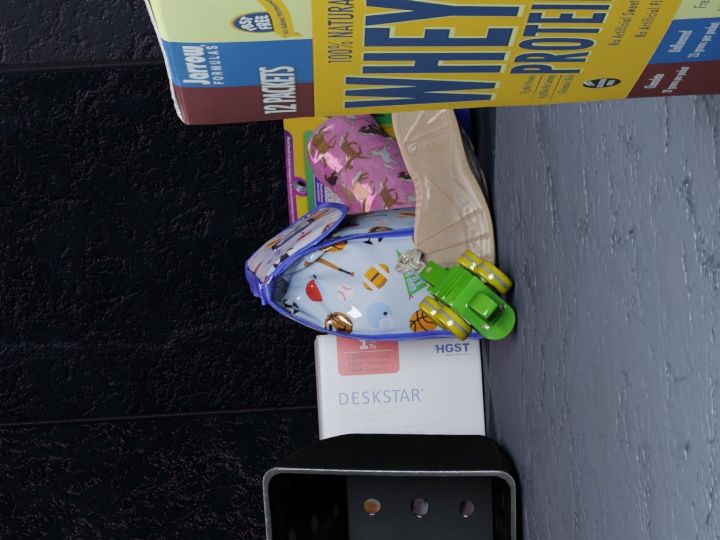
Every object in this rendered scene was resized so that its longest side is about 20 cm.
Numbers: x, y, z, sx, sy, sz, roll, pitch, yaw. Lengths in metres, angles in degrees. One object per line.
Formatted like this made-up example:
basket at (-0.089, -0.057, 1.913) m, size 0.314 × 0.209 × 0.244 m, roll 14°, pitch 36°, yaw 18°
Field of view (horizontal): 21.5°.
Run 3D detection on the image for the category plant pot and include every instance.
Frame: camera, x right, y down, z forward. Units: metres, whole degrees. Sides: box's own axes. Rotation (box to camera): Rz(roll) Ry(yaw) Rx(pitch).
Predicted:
plant pot at (0.037, 0.227, 1.573) m, size 0.177 × 0.198 × 0.201 m, roll -62°, pitch -29°, yaw -72°

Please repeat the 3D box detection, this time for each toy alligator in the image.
toy alligator at (0.081, 0.022, 1.493) m, size 0.054 × 0.059 × 0.200 m, roll 43°, pitch 176°, yaw -19°

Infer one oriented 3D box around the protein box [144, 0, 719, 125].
protein box at (0.032, -0.162, 0.573) m, size 0.135 × 0.197 × 0.201 m, roll 95°, pitch 172°, yaw -80°

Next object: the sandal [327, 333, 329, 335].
sandal at (0.023, 0.057, 1.870) m, size 0.202 × 0.083 × 0.050 m, roll 38°, pitch -178°, yaw -39°

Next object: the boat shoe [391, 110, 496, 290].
boat shoe at (0.078, -0.059, 1.595) m, size 0.065 × 0.072 × 0.201 m, roll 8°, pitch -115°, yaw -67°

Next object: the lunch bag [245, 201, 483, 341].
lunch bag at (0.000, 0.000, 1.710) m, size 0.170 × 0.199 × 0.125 m, roll -147°, pitch 53°, yaw -79°

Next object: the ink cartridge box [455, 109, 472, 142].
ink cartridge box at (0.083, -0.126, 1.761) m, size 0.200 × 0.037 × 0.095 m, roll 84°, pitch -178°, yaw -69°

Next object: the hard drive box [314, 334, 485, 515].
hard drive box at (0.038, 0.158, 1.778) m, size 0.077 × 0.155 × 0.201 m, roll 106°, pitch 160°, yaw -84°

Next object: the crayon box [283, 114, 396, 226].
crayon box at (0.006, -0.092, 2.082) m, size 0.058 × 0.172 × 0.201 m, roll -52°, pitch -30°, yaw -44°

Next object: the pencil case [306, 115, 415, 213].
pencil case at (0.022, -0.080, 1.923) m, size 0.200 × 0.086 × 0.083 m, roll 53°, pitch 146°, yaw 40°
